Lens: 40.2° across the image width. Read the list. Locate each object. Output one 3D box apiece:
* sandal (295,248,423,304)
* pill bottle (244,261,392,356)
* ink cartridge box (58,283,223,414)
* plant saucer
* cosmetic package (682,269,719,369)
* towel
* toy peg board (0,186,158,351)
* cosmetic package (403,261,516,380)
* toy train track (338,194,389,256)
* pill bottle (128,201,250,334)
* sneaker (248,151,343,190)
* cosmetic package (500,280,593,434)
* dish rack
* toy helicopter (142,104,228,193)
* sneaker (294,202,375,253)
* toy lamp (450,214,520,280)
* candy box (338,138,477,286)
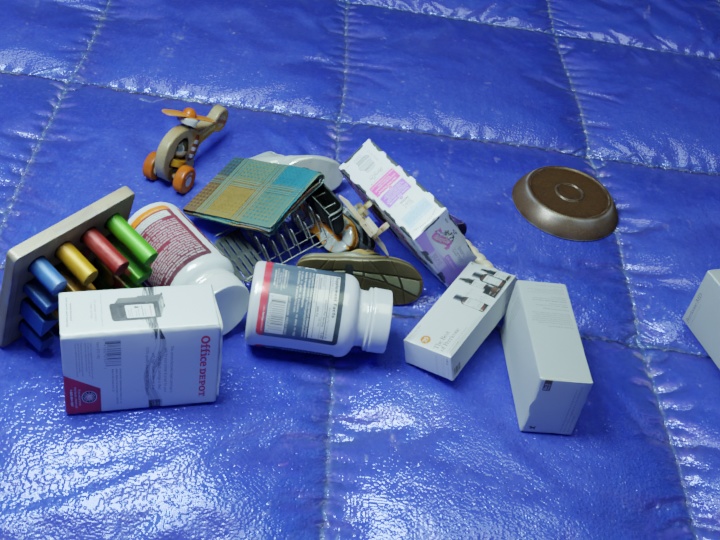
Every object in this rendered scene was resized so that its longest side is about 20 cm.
[{"bbox_3d":[0.000,0.000,1.513,0.197,0.081,0.054,7,33,2],"label":"sandal"},{"bbox_3d":[-0.059,0.059,1.395,0.197,0.120,0.120,9,41,-5],"label":"pill bottle"},{"bbox_3d":[-0.284,0.101,1.273,0.198,0.146,0.084,-3,42,-16],"label":"ink cartridge box"},{"bbox_3d":[0.374,-0.130,1.777,0.198,0.035,0.201,8,41,-7],"label":"plant saucer"},{"bbox_3d":[0.592,0.102,1.497,0.080,0.114,0.201,-7,43,-21],"label":"cosmetic package"},{"bbox_3d":[-0.168,-0.119,1.537,0.199,0.022,0.147,13,50,38],"label":"towel"},{"bbox_3d":[-0.371,0.021,1.317,0.098,0.201,0.199,42,47,11],"label":"toy peg board"},{"bbox_3d":[0.150,0.070,1.456,0.082,0.051,0.200,17,45,31],"label":"cosmetic package"},{"bbox_3d":[0.012,-0.085,1.512,0.115,0.032,0.200,50,3,-11],"label":"toy train track"},{"bbox_3d":[-0.253,0.001,1.417,0.113,0.115,0.200,-23,51,-34],"label":"pill bottle"},{"bbox_3d":[-0.130,-0.176,1.685,0.198,0.076,0.089,-3,31,-14],"label":"sneaker"},{"bbox_3d":[0.262,0.122,1.408,0.080,0.114,0.201,4,43,-8],"label":"cosmetic package"},{"bbox_3d":[-0.132,-0.067,1.517,0.199,0.055,0.153,-29,39,-12],"label":"dish rack"},{"bbox_3d":[-0.284,-0.232,1.657,0.078,0.133,0.200,24,42,14],"label":"toy helicopter"},{"bbox_3d":[-0.046,-0.079,1.598,0.077,0.079,0.200,20,23,-41],"label":"sneaker"},{"bbox_3d":[0.183,-0.024,1.595,0.058,0.059,0.200,-17,50,-30],"label":"toy lamp"},{"bbox_3d":[0.075,-0.089,1.542,0.071,0.168,0.200,-43,55,-2],"label":"candy box"}]
